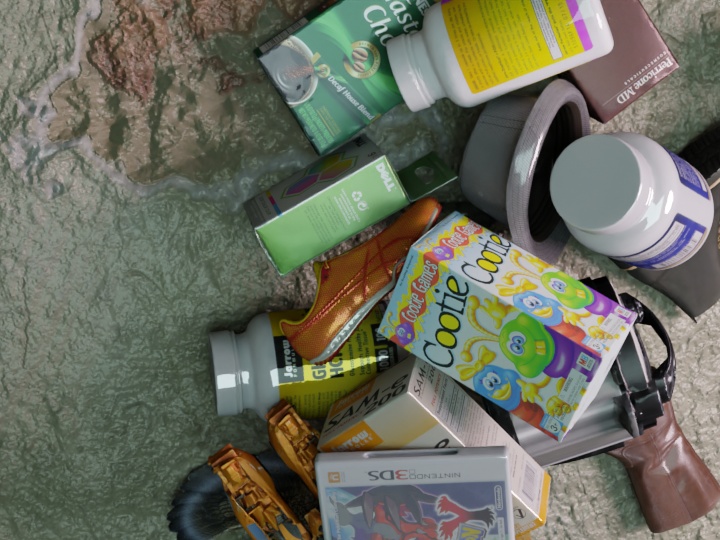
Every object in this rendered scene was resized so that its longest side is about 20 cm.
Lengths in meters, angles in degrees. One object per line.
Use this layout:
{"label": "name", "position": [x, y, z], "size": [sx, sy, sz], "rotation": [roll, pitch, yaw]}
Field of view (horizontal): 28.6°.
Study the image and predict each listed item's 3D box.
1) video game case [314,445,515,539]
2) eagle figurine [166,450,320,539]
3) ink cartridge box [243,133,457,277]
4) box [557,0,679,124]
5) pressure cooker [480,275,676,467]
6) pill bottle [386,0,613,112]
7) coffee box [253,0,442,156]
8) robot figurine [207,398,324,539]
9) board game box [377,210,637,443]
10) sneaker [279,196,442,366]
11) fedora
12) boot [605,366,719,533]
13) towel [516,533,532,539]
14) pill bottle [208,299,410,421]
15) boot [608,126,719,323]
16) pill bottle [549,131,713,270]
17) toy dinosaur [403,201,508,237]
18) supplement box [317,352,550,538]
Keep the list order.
{"label": "video game case", "position": [0.056, 0.260, 1.338], "size": [0.181, 0.023, 0.201], "rotation": [-3, 114, 7]}
{"label": "eagle figurine", "position": [-0.084, 0.266, 1.489], "size": [0.199, 0.151, 0.153], "rotation": [-19, 67, 25]}
{"label": "ink cartridge box", "position": [-0.013, -0.079, 1.397], "size": [0.199, 0.104, 0.060], "rotation": [-30, 110, -1]}
{"label": "box", "position": [0.219, -0.257, 1.407], "size": [0.100, 0.075, 0.200], "rotation": [-38, 111, 2]}
{"label": "pressure cooker", "position": [0.221, 0.102, 1.443], "size": [0.199, 0.179, 0.177], "rotation": [-20, 79, 5]}
{"label": "pill bottle", "position": [0.128, -0.218, 1.323], "size": [0.199, 0.104, 0.105], "rotation": [-20, 110, 13]}
{"label": "coffee box", "position": [0.008, -0.219, 1.391], "size": [0.199, 0.044, 0.123], "rotation": [-33, 109, 0]}
{"label": "robot figurine", "position": [-0.054, 0.235, 1.387], "size": [0.145, 0.058, 0.200], "rotation": [-38, 106, -6]}
{"label": "board game box", "position": [0.135, 0.049, 1.307], "size": [0.199, 0.103, 0.105], "rotation": [30, 123, 16]}
{"label": "sneaker", "position": [0.000, 0.000, 1.351], "size": [0.077, 0.073, 0.200], "rotation": [43, 90, 3]}
{"label": "fedora", "position": [0.156, -0.103, 1.387], "size": [0.090, 0.200, 0.178], "rotation": [17, 77, 24]}
{"label": "boot", "position": [0.295, 0.230, 1.573], "size": [0.186, 0.064, 0.201], "rotation": [-29, 114, 1]}
{"label": "towel", "position": [0.113, 0.280, 1.479], "size": [0.146, 0.200, 0.022], "rotation": [8, 121, -13]}
{"label": "pill bottle", "position": [-0.052, 0.095, 1.435], "size": [0.199, 0.112, 0.113], "rotation": [-6, 107, -9]}
{"label": "boot", "position": [0.376, -0.051, 1.503], "size": [0.138, 0.078, 0.200], "rotation": [37, 109, -22]}
{"label": "pill bottle", "position": [0.260, -0.070, 1.368], "size": [0.119, 0.200, 0.121], "rotation": [-4, 81, 28]}
{"label": "toy dinosaur", "position": [0.126, -0.040, 1.465], "size": [0.199, 0.047, 0.089], "rotation": [0, 89, -12]}
{"label": "supplement box", "position": [0.073, 0.187, 1.367], "size": [0.126, 0.074, 0.200], "rotation": [-36, 109, 31]}
